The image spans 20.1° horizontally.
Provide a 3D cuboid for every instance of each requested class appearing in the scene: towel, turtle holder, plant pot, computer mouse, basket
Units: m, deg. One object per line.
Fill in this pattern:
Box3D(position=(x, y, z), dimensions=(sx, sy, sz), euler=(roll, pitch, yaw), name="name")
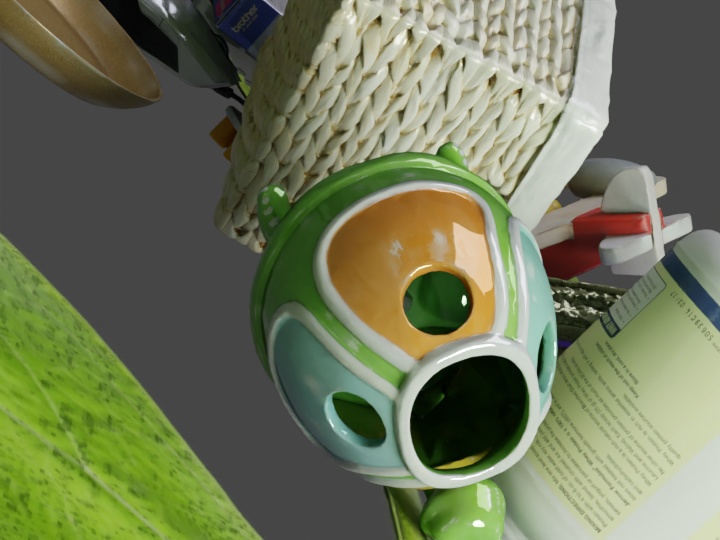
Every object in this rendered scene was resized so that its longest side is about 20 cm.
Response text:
Box3D(position=(0.146, 0.030, 1.249), dimensions=(0.199, 0.037, 0.148), euler=(9, -3, -11), name="towel")
Box3D(position=(0.021, 0.045, 0.935), dimensions=(0.140, 0.186, 0.132), euler=(3, 31, -27), name="turtle holder")
Box3D(position=(-0.191, -0.157, 1.128), dimensions=(0.200, 0.027, 0.200), euler=(45, 8, -8), name="plant pot")
Box3D(position=(-0.106, -0.147, 1.303), dimensions=(0.200, 0.044, 0.110), euler=(34, 14, -8), name="computer mouse")
Box3D(position=(0.032, -0.100, 1.158), dimensions=(0.160, 0.199, 0.200), euler=(25, 38, -12), name="basket")

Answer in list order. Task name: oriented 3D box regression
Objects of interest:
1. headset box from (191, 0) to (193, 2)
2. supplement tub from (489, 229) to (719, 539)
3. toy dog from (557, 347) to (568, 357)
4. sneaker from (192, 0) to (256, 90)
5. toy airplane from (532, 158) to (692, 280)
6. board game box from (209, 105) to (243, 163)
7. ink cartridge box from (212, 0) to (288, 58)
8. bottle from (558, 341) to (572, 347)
Box3D(position=(-0.179, -0.262, 1.477), dimensions=(0.149, 0.075, 0.200), euler=(51, 10, 30), name="headset box")
Box3D(position=(0.154, 0.094, 1.043), dimensions=(0.145, 0.200, 0.145), euler=(44, 9, -9), name="supplement tub")
Box3D(position=(0.144, 0.108, 1.285), dimensions=(0.096, 0.132, 0.200), euler=(4, -29, 33), name="toy dog")
Box3D(position=(-0.054, -0.118, 1.418), dimensions=(0.200, 0.085, 0.073), euler=(34, 22, -33), name="sneaker")
Box3D(position=(0.136, -0.037, 1.468), dimensions=(0.200, 0.198, 0.142), euler=(52, 13, -85), name="toy airplane")
Box3D(position=(0.000, 0.000, 1.309), dimensions=(0.200, 0.026, 0.200), euler=(39, 12, -38), name="board game box")
Box3D(position=(-0.036, -0.151, 1.330), dimensions=(0.200, 0.042, 0.119), euler=(40, 16, -23), name="ink cartridge box")
Box3D(position=(0.167, 0.064, 1.434), dimensions=(0.065, 0.084, 0.200), euler=(39, -13, 7), name="bottle")
